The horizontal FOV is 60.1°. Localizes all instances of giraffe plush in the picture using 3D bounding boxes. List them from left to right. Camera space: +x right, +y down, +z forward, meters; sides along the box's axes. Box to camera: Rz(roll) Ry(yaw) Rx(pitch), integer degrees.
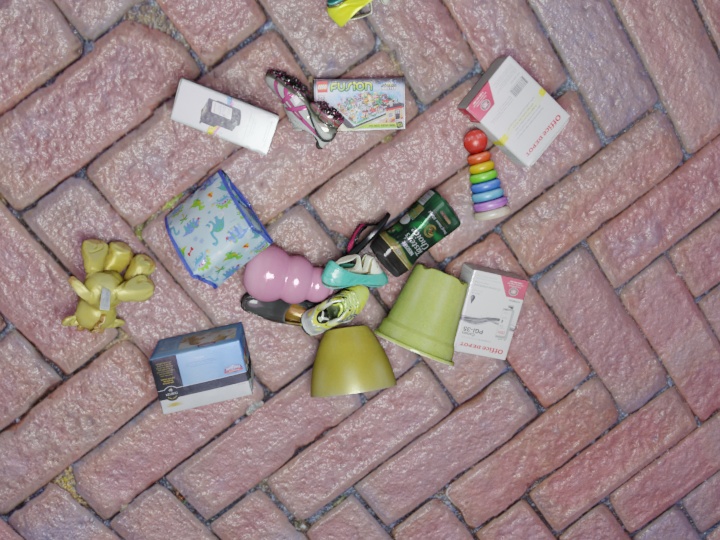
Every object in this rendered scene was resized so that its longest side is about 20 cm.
[{"bbox_3d":[-0.542,0.056,1.317,0.171,0.201,0.162,27,127,-17],"label":"giraffe plush"}]

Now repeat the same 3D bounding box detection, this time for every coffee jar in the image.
[{"bbox_3d":[0.122,-0.082,1.406,0.200,0.085,0.104,-41,119,3],"label":"coffee jar"}]

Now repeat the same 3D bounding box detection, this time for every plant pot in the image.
[{"bbox_3d":[-0.025,0.202,1.417,0.197,0.200,0.144,-7,83,-7],"label":"plant pot"},{"bbox_3d":[0.154,0.093,1.415,0.199,0.200,0.186,23,88,-13],"label":"plant pot"}]

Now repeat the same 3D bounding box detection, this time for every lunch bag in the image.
[{"bbox_3d":[-0.308,-0.092,1.311,0.170,0.127,0.201,-38,67,2],"label":"lunch bag"}]

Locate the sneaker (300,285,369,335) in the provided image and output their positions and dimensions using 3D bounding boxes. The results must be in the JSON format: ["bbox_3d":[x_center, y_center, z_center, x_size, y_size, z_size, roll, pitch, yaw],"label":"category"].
[{"bbox_3d":[-0.041,0.086,1.387,0.199,0.076,0.076,-32,96,-42],"label":"sneaker"}]

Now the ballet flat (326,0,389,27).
[{"bbox_3d":[0.023,-0.575,1.294,0.199,0.067,0.067,-31,127,2],"label":"ballet flat"}]

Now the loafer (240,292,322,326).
[{"bbox_3d":[-0.173,0.087,1.411,0.197,0.072,0.074,7,103,-10],"label":"loafer"}]

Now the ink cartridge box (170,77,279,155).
[{"bbox_3d":[-0.270,-0.312,1.262,0.198,0.146,0.084,19,102,-12],"label":"ink cartridge box"}]

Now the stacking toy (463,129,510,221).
[{"bbox_3d":[0.280,-0.219,1.410,0.084,0.085,0.202,-15,99,-5],"label":"stacking toy"}]

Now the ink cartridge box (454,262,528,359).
[{"bbox_3d":[0.296,0.098,1.480,0.145,0.083,0.202,11,101,-11],"label":"ink cartridge box"}]

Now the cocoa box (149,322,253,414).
[{"bbox_3d":[-0.347,0.213,1.382,0.198,0.133,0.133,-12,105,-6],"label":"cocoa box"}]

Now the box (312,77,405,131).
[{"bbox_3d":[-0.003,-0.359,1.349,0.197,0.035,0.111,-4,104,-8],"label":"box"}]

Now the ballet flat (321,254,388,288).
[{"bbox_3d":[0.000,0.000,1.376,0.199,0.067,0.071,-2,119,-45],"label":"ballet flat"}]

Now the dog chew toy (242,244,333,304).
[{"bbox_3d":[-0.155,0.017,1.368,0.198,0.125,0.126,14,101,-10],"label":"dog chew toy"}]

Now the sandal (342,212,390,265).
[{"bbox_3d":[-0.011,-0.064,1.403,0.200,0.075,0.045,-44,87,7],"label":"sandal"}]

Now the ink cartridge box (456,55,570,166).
[{"bbox_3d":[0.338,-0.349,1.379,0.199,0.083,0.145,39,96,-15],"label":"ink cartridge box"}]

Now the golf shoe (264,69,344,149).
[{"bbox_3d":[-0.132,-0.338,1.298,0.200,0.072,0.092,42,119,10],"label":"golf shoe"}]
